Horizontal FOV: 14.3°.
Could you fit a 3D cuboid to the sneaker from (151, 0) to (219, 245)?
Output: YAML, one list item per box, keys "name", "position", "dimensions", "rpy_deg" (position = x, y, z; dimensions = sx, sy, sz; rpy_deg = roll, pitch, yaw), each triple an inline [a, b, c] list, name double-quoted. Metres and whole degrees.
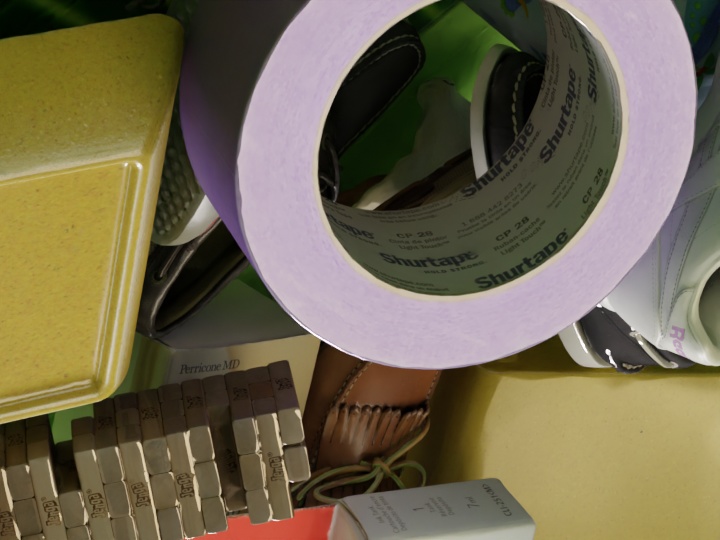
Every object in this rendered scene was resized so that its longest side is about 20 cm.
- name: "sneaker"
  position: [-0.034, -0.101, 1.235]
  dimensions: [0.104, 0.075, 0.201]
  rpy_deg: [-9, 129, -42]

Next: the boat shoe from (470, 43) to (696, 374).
- name: "boat shoe"
  position: [0.106, -0.024, 1.304]
  dimensions: [0.074, 0.060, 0.201]
  rpy_deg: [-59, 140, -33]

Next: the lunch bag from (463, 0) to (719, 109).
- name: "lunch bag"
  position: [0.149, -0.127, 1.353]
  dimensions: [0.199, 0.170, 0.128]
  rpy_deg: [10, 118, -54]

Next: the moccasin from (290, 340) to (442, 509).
- name: "moccasin"
  position: [-0.009, 0.098, 1.390]
  dimensions: [0.073, 0.078, 0.202]
  rpy_deg: [8, 126, -40]

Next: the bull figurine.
- name: "bull figurine"
  position: [0.000, 0.000, 1.420]
  dimensions: [0.121, 0.065, 0.201]
  rpy_deg: [-2, 122, -44]

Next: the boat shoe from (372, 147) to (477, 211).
- name: "boat shoe"
  position: [0.058, -0.030, 1.354]
  dimensions: [0.200, 0.072, 0.073]
  rpy_deg: [-33, 119, -52]

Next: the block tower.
- name: "block tower"
  position: [-0.122, 0.092, 1.262]
  dimensions: [0.198, 0.058, 0.054]
  rpy_deg: [-11, 112, -3]

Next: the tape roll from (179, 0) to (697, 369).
- name: "tape roll"
  position: [0.032, -0.067, 1.169]
  dimensions: [0.199, 0.085, 0.201]
  rpy_deg: [-9, 119, -16]

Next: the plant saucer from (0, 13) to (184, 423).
- name: "plant saucer"
  position: [-0.165, 0.001, 1.161]
  dimensions: [0.199, 0.049, 0.201]
  rpy_deg: [-12, 138, -26]

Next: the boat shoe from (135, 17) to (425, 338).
- name: "boat shoe"
  position: [-0.040, -0.041, 1.310]
  dimensions: [0.201, 0.066, 0.072]
  rpy_deg: [-39, 152, -15]

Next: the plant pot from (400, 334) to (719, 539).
- name: "plant pot"
  position: [0.103, 0.086, 1.484]
  dimensions: [0.198, 0.200, 0.177]
  rpy_deg: [0, 123, -9]

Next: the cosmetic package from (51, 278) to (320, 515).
- name: "cosmetic package"
  position: [-0.095, 0.110, 1.363]
  dimensions: [0.105, 0.071, 0.201]
  rpy_deg: [-7, 118, -45]

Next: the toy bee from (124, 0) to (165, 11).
- name: "toy bee"
  position: [-0.058, -0.172, 1.087]
  dimensions: [0.108, 0.131, 0.200]
  rpy_deg: [25, 118, -35]

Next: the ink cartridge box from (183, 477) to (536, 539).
- name: "ink cartridge box"
  position: [-0.017, 0.199, 1.368]
  dimensions: [0.172, 0.044, 0.201]
  rpy_deg: [-5, 123, -27]

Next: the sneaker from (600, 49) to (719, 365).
- name: "sneaker"
  position: [0.182, -0.048, 1.227]
  dimensions: [0.201, 0.100, 0.075]
  rpy_deg: [-55, 143, 9]
